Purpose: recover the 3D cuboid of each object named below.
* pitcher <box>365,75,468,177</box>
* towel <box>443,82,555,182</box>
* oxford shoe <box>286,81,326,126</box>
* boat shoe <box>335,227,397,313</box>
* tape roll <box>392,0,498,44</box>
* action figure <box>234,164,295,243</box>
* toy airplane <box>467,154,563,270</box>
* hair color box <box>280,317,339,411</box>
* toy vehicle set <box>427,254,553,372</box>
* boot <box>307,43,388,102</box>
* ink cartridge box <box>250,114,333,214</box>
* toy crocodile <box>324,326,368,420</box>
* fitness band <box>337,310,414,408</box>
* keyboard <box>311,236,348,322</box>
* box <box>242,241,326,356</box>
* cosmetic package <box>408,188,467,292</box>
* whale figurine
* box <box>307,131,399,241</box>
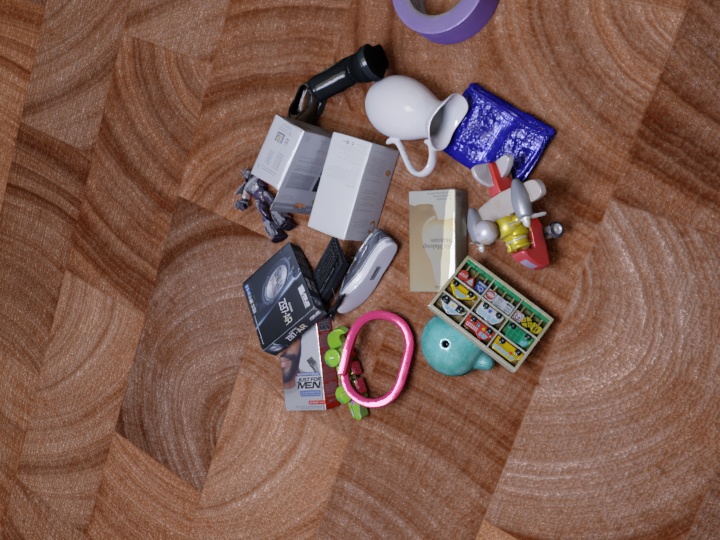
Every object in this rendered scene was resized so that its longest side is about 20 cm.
[{"bbox_3d":[0.093,-0.286,1.397,0.200,0.121,0.172,31,103,40],"label":"pitcher"},{"bbox_3d":[0.252,-0.253,1.364,0.200,0.049,0.148,38,108,23],"label":"towel"},{"bbox_3d":[-0.137,-0.316,1.563,0.072,0.084,0.201,16,101,26],"label":"oxford shoe"},{"bbox_3d":[0.000,0.000,1.502,0.068,0.071,0.201,50,120,33],"label":"boat shoe"},{"bbox_3d":[0.166,-0.551,1.385,0.199,0.085,0.201,1,93,30],"label":"tape roll"},{"bbox_3d":[-0.222,-0.163,1.625,0.130,0.069,0.201,-45,68,28],"label":"action figure"},{"bbox_3d":[0.256,-0.105,1.289,0.199,0.141,0.201,37,151,40],"label":"toy airplane"},{"bbox_3d":[-0.116,0.206,1.578,0.110,0.064,0.201,-8,86,30],"label":"hair color box"},{"bbox_3d":[0.241,0.080,1.327,0.200,0.027,0.124,37,79,9],"label":"toy vehicle set"},{"bbox_3d":[-0.033,-0.395,1.444,0.162,0.198,0.074,-21,107,18],"label":"boot"},{"bbox_3d":[-0.126,-0.214,1.491,0.084,0.200,0.176,33,106,25],"label":"ink cartridge box"},{"bbox_3d":[-0.024,0.219,1.523,0.061,0.067,0.201,-23,80,27],"label":"toy crocodile"},{"bbox_3d":[0.033,0.183,1.472,0.143,0.037,0.201,15,85,6],"label":"fitness band"},{"bbox_3d":[-0.067,0.030,1.505,0.128,0.020,0.200,67,150,25],"label":"keyboard"},{"bbox_3d":[-0.171,0.061,1.565,0.160,0.043,0.201,-39,50,19],"label":"box"},{"bbox_3d":[0.154,-0.057,1.412,0.105,0.071,0.201,-1,91,29],"label":"cosmetic package"},{"bbox_3d":[0.206,0.120,1.369,0.199,0.104,0.160,-33,75,18],"label":"whale figurine"},{"bbox_3d":[-0.014,-0.170,1.474,0.097,0.124,0.201,22,101,27],"label":"box"}]
